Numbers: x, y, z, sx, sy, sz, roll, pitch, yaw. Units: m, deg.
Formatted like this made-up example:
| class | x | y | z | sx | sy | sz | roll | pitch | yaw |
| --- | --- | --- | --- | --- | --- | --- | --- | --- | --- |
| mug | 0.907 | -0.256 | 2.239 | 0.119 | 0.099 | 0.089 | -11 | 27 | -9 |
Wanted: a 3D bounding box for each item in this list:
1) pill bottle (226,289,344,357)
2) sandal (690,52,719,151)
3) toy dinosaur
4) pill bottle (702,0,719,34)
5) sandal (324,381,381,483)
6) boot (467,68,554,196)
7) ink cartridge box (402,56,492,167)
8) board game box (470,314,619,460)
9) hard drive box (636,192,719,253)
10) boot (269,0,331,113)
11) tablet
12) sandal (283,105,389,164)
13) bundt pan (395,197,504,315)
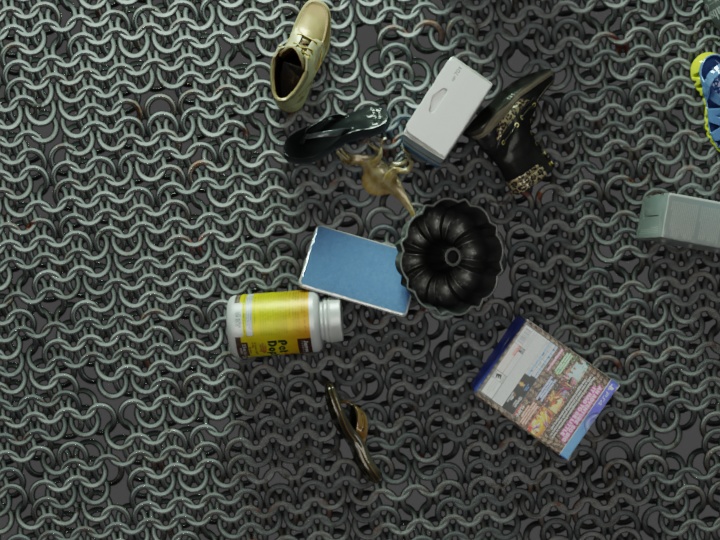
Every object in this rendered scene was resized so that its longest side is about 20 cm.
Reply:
| class | x | y | z | sx | sy | sz | roll | pitch | yaw |
| --- | --- | --- | --- | --- | --- | --- | --- | --- | --- |
| pill bottle | -0.130 | 0.092 | 1.646 | 0.197 | 0.109 | 0.111 | -4 | 93 | 2 |
| sandal | 0.634 | -0.282 | 1.622 | 0.079 | 0.087 | 0.202 | -26 | 94 | 1 |
| toy dinosaur | 0.052 | -0.169 | 1.666 | 0.199 | 0.058 | 0.101 | 41 | 109 | 0 |
| pill bottle | 0.654 | -0.453 | 1.596 | 0.115 | 0.116 | 0.202 | -28 | 92 | 3 |
| sandal | -0.007 | 0.282 | 1.672 | 0.054 | 0.082 | 0.202 | -30 | 90 | -14 |
| boot | 0.288 | -0.242 | 1.634 | 0.200 | 0.073 | 0.151 | -43 | 110 | -25 |
| ink cartridge box | 0.141 | -0.259 | 1.576 | 0.085 | 0.200 | 0.147 | 34 | 94 | -1 |
| board game box | 0.319 | 0.201 | 1.647 | 0.199 | 0.097 | 0.160 | 35 | 93 | -1 |
| hard drive box | 0.590 | -0.074 | 1.598 | 0.197 | 0.156 | 0.078 | 11 | 92 | 0 |
| boot | -0.102 | -0.374 | 1.598 | 0.072 | 0.155 | 0.202 | 21 | 93 | 0 |
| tablet | 0.000 | 0.000 | 1.657 | 0.197 | 0.014 | 0.132 | 16 | 61 | 0 |
| sandal | -0.047 | -0.248 | 1.645 | 0.198 | 0.043 | 0.077 | -24 | 51 | -5 |
| bundt pan | 0.146 | -0.024 | 1.631 | 0.199 | 0.076 | 0.205 | 0 | 91 | -19 |
